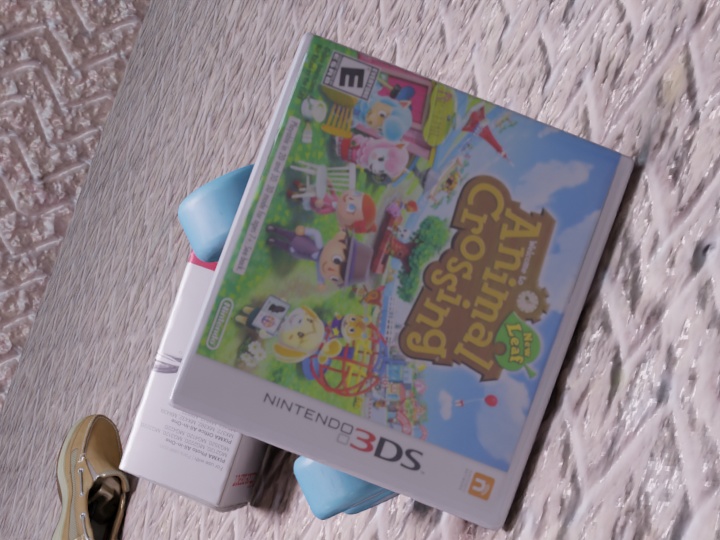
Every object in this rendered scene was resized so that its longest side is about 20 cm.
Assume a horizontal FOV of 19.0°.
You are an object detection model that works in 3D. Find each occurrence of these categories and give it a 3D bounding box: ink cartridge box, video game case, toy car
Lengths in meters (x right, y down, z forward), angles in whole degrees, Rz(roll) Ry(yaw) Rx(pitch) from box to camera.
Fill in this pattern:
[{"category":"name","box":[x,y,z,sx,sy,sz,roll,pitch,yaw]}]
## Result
[{"category":"ink cartridge box","box":[-0.095,0.065,1.555,0.145,0.083,0.202,38,-109,-83]},{"category":"video game case","box":[0.021,0.005,1.085,0.022,0.181,0.202,131,160,-86]},{"category":"toy car","box":[0.034,0.010,1.175,0.199,0.186,0.177,-26,-8,6]}]

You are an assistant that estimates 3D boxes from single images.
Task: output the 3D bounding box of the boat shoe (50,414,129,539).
[{"category":"boat shoe","box":[-0.250,0.214,2.085,0.076,0.071,0.201,-40,36,34]}]
